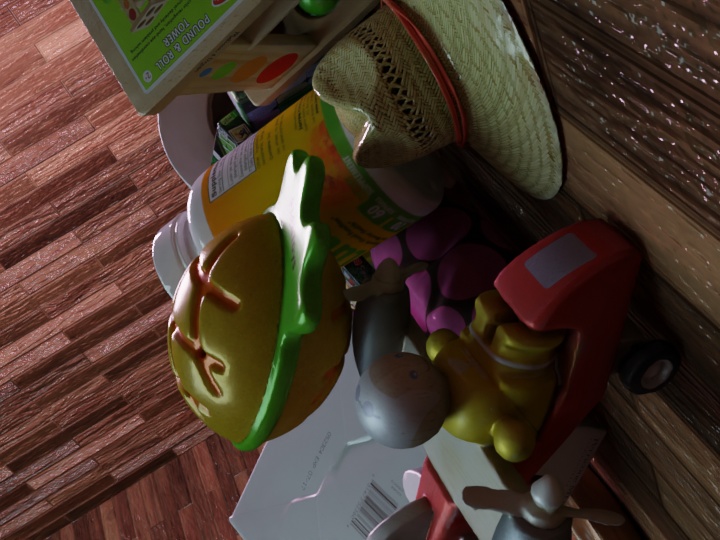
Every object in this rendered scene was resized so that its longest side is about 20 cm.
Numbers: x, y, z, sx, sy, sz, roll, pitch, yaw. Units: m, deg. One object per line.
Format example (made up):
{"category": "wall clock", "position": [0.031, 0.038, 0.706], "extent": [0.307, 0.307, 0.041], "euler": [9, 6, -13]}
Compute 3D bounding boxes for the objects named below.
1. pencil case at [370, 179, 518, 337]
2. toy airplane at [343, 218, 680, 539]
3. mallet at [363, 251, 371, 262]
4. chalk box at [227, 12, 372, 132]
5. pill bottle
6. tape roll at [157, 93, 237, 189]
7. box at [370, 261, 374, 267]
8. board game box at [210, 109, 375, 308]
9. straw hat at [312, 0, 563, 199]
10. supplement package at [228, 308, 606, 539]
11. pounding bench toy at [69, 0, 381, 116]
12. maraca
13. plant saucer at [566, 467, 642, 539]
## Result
{"category": "pencil case", "position": [0.081, 0.015, 0.612], "extent": [0.200, 0.093, 0.091], "euler": [54, 176, 46]}
{"category": "toy airplane", "position": [0.049, 0.081, 0.448], "extent": [0.140, 0.201, 0.199], "euler": [16, 161, -35]}
{"category": "mallet", "position": [0.000, 0.000, 0.797], "extent": [0.066, 0.199, 0.041], "euler": [54, -178, 26]}
{"category": "chalk box", "position": [-0.066, -0.193, 0.707], "extent": [0.201, 0.124, 0.124], "euler": [60, 177, 3]}
{"category": "pill bottle", "position": [-0.050, -0.044, 0.621], "extent": [0.111, 0.199, 0.112], "euler": [42, -150, -32]}
{"category": "tape roll", "position": [-0.085, -0.136, 0.877], "extent": [0.204, 0.202, 0.139], "euler": [59, 178, 12]}
{"category": "box", "position": [0.014, 0.034, 0.897], "extent": [0.097, 0.199, 0.176], "euler": [57, 176, 35]}
{"category": "board game box", "position": [-0.051, -0.034, 0.735], "extent": [0.200, 0.023, 0.105], "euler": [49, 164, 2]}
{"category": "straw hat", "position": [0.021, -0.101, 0.487], "extent": [0.202, 0.085, 0.201], "euler": [60, 178, 4]}
{"category": "supplement package", "position": [0.046, 0.156, 0.680], "extent": [0.199, 0.193, 0.147], "euler": [14, -164, -46]}
{"category": "pounding bench toy", "position": [-0.057, -0.207, 0.541], "extent": [0.125, 0.199, 0.156], "euler": [57, -151, 4]}
{"category": "maraca", "position": [-0.053, 0.022, 0.510], "extent": [0.201, 0.106, 0.138], "euler": [119, 149, -47]}
{"category": "plant saucer", "position": [0.245, 0.267, 0.872], "extent": [0.201, 0.037, 0.200], "euler": [59, 177, 5]}
